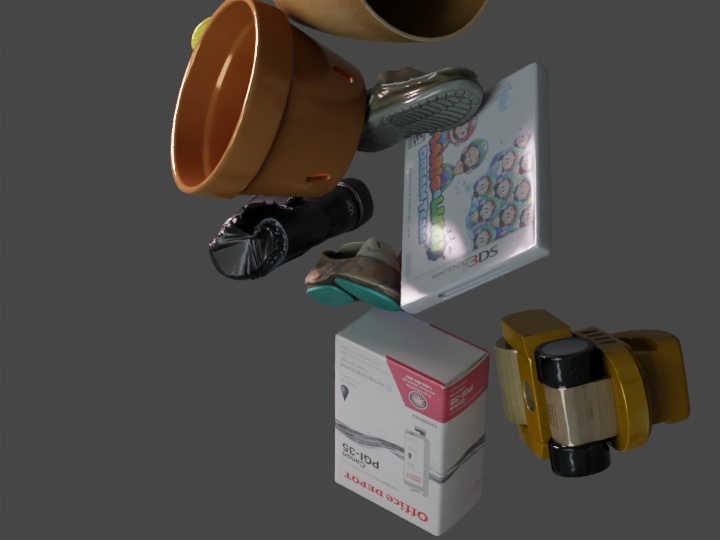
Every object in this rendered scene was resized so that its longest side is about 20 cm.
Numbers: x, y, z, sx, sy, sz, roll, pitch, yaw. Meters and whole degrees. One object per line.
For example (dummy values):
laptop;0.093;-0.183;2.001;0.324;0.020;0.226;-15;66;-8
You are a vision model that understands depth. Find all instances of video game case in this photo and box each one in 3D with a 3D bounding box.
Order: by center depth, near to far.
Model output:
video game case;0.108;-0.077;1.559;0.182;0.024;0.201;-26;51;42

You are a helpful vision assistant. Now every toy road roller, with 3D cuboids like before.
toy road roller;0.223;0.107;1.561;0.200;0.145;0.124;-143;42;-72

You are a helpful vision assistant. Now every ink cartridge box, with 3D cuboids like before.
ink cartridge box;0.052;0.155;1.701;0.146;0.083;0.201;24;130;31

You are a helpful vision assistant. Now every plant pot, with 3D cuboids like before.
plant pot;-0.001;-0.295;1.558;0.199;0.186;0.188;-5;103;54
plant pot;-0.086;-0.155;1.623;0.200;0.139;0.201;-39;43;49

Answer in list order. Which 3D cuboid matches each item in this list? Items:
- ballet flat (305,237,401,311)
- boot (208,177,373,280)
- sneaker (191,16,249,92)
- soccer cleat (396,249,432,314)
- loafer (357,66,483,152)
ballet flat;0.000;0.000;1.689;0.068;0.068;0.200;32;167;-25
boot;-0.105;-0.040;1.727;0.199;0.168;0.077;-11;99;42
sneaker;-0.107;-0.187;1.745;0.074;0.082;0.201;-25;106;7
soccer cleat;0.077;-0.010;1.649;0.200;0.073;0.068;-36;83;42
loafer;0.042;-0.171;1.608;0.199;0.075;0.070;-13;68;49
